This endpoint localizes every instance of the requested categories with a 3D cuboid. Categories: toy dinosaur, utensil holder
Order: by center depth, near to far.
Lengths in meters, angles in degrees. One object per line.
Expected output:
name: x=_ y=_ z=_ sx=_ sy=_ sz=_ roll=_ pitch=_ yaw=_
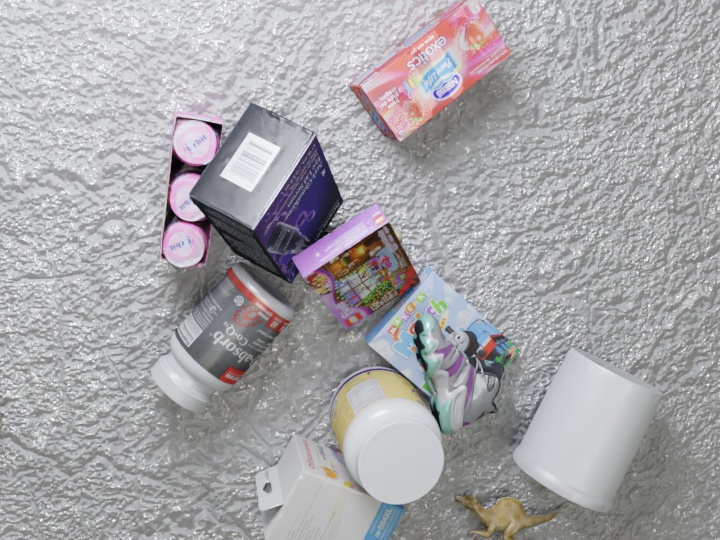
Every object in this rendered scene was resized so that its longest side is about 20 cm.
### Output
utensil holder: x=0.358 y=0.245 z=1.342 sx=0.169 sy=0.170 sz=0.201 roll=25 pitch=96 yaw=-16
toy dinosaur: x=0.248 y=0.424 z=1.420 sx=0.198 sy=0.058 sz=0.102 roll=13 pitch=100 yaw=-14

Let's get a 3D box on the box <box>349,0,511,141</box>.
box: x=0.094 y=-0.280 z=1.196 sx=0.200 sy=0.103 sz=0.095 roll=-39 pitch=108 yaw=-2

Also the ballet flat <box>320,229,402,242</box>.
ballet flat: x=-0.034 y=-0.052 z=1.244 sx=0.198 sy=0.066 sz=0.057 roll=-1 pitch=94 yaw=-13

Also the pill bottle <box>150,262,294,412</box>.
pill bottle: x=-0.197 y=0.097 z=1.221 sx=0.116 sy=0.116 sz=0.200 roll=41 pitch=93 yaw=-17

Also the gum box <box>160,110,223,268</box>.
gum box: x=-0.231 y=-0.109 z=1.165 sx=0.066 sy=0.114 sz=0.202 roll=6 pitch=102 yaw=-13

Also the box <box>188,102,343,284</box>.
box: x=-0.116 y=-0.095 z=1.122 sx=0.104 sy=0.200 sz=0.149 roll=27 pitch=78 yaw=19

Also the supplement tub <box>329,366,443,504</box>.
supplement tub: x=0.037 y=0.239 z=1.257 sx=0.144 sy=0.200 sz=0.147 roll=-3 pitch=104 yaw=-11

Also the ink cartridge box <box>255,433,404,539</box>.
ink cartridge box: x=-0.058 y=0.352 z=1.303 sx=0.199 sy=0.129 sz=0.126 roll=26 pitch=97 yaw=-17

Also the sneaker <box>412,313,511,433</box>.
sneaker: x=0.161 y=0.138 z=1.290 sx=0.139 sy=0.078 sz=0.201 roll=-18 pitch=116 yaw=-7

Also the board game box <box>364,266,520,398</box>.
board game box: x=0.128 y=0.115 z=1.332 sx=0.200 sy=0.037 sz=0.151 roll=41 pitch=93 yaw=-16

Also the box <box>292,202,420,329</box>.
box: x=0.000 y=0.000 z=1.209 sx=0.136 sy=0.039 sz=0.200 roll=-33 pitch=151 yaw=1

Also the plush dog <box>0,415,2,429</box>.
plush dog: x=-0.580 y=0.218 z=1.171 sx=0.171 sy=0.160 sz=0.202 roll=-5 pitch=108 yaw=-38
